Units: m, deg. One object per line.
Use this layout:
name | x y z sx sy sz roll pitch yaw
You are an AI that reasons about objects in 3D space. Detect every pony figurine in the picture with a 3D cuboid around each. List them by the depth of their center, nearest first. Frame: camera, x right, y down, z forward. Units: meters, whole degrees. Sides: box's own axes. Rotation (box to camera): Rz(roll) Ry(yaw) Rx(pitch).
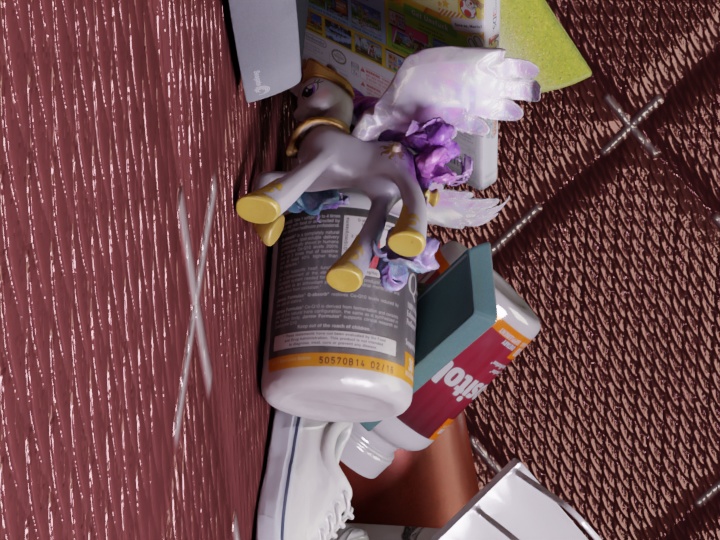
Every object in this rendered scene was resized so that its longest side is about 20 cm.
pony figurine | 0.015 -0.074 1.098 0.200 0.193 0.167 -77 179 -48

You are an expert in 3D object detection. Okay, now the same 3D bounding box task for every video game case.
video game case | 0.022 -0.173 1.183 0.023 0.200 0.182 -35 140 -32

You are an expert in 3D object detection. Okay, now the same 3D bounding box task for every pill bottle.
pill bottle | -0.013 0.008 1.212 0.116 0.116 0.200 82 12 -71
pill bottle | 0.050 0.081 1.373 0.200 0.113 0.113 -47 -176 10

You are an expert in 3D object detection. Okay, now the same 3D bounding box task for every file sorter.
file sorter | 0.117 0.283 1.292 0.139 0.200 0.125 49 -6 -17

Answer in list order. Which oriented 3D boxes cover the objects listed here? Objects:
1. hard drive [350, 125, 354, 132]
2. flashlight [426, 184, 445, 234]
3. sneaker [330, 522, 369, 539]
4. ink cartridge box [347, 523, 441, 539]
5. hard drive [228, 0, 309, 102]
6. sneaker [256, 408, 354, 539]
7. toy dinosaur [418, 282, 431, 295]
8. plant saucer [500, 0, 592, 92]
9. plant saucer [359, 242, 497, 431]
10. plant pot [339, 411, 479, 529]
hard drive | 0.015 -0.141 1.357 0.042 0.135 0.200 -61 163 -22
flashlight | 0.049 -0.068 1.320 0.068 0.068 0.200 64 -33 29
sneaker | -0.029 0.275 1.264 0.078 0.099 0.200 88 5 -48
ink cartridge box | 0.029 0.308 1.409 0.083 0.200 0.147 -60 152 -81
hard drive | -0.055 -0.208 0.955 0.200 0.042 0.135 87 7 -59
sneaker | -0.041 0.186 1.232 0.073 0.071 0.200 88 6 -54
toy dinosaur | 0.000 0.000 1.317 0.200 0.047 0.088 43 -51 42
plant saucer | 0.059 -0.208 1.298 0.200 0.199 0.048 48 62 -39
plant saucer | 0.044 0.053 1.229 0.200 0.019 0.070 -45 -140 47
plant pot | 0.027 0.190 1.526 0.201 0.200 0.196 -73 157 -76
